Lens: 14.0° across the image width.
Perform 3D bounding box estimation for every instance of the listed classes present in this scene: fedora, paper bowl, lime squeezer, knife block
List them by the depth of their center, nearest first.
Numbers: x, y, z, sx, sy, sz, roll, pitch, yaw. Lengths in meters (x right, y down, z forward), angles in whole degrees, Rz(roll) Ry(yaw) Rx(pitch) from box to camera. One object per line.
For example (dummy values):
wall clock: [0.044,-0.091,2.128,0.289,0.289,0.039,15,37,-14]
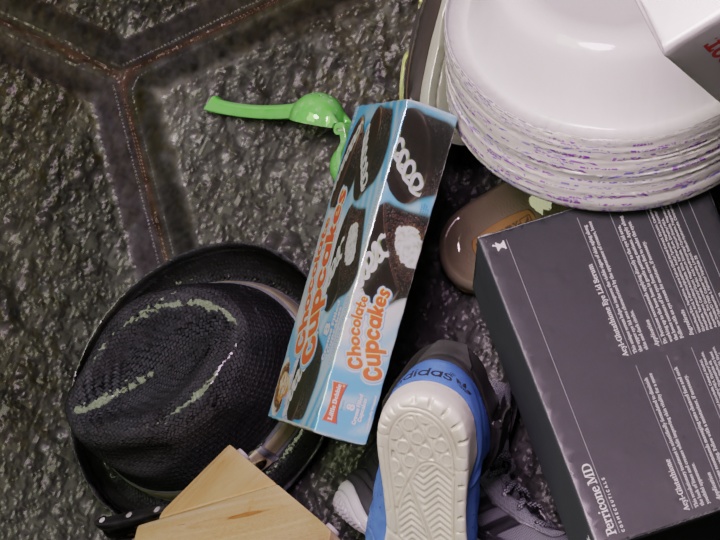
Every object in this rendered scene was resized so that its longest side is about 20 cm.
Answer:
paper bowl: [0.148,-0.140,1.699,0.199,0.105,0.201,-2,47,2]
knife block: [-0.101,0.200,1.755,0.176,0.064,0.200,-46,35,-7]
fedora: [-0.115,0.067,1.831,0.199,0.092,0.202,-7,75,24]
lime squeezer: [-0.024,-0.067,1.852,0.071,0.038,0.200,-46,63,9]

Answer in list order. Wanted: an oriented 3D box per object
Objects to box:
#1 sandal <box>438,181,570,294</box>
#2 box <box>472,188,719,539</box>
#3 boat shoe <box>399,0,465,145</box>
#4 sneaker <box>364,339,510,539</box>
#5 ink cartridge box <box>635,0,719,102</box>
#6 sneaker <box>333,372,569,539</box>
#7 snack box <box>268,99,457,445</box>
sandal: [0.127,-0.052,1.765,0.199,0.054,0.081,-32,66,16]
box: [0.162,0.061,1.679,0.140,0.079,0.201,-16,68,-10]
boat shoe: [0.071,-0.176,1.814,0.061,0.071,0.202,4,75,66]
sneaker: [0.040,0.137,1.675,0.076,0.111,0.201,7,115,11]
ink cartridge box: [0.240,-0.169,1.460,0.199,0.146,0.085,-31,67,16]
sneaker: [0.082,0.126,1.730,0.199,0.075,0.114,19,89,31]
snack box: [0.000,0.000,1.743,0.037,0.116,0.201,16,87,-15]
